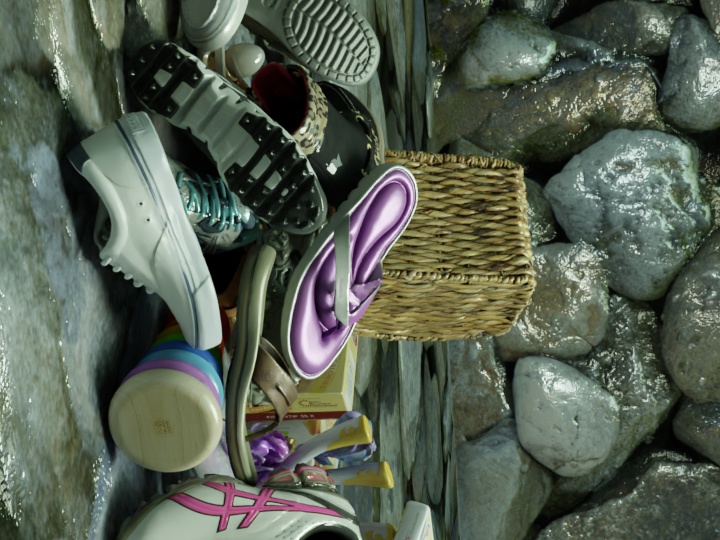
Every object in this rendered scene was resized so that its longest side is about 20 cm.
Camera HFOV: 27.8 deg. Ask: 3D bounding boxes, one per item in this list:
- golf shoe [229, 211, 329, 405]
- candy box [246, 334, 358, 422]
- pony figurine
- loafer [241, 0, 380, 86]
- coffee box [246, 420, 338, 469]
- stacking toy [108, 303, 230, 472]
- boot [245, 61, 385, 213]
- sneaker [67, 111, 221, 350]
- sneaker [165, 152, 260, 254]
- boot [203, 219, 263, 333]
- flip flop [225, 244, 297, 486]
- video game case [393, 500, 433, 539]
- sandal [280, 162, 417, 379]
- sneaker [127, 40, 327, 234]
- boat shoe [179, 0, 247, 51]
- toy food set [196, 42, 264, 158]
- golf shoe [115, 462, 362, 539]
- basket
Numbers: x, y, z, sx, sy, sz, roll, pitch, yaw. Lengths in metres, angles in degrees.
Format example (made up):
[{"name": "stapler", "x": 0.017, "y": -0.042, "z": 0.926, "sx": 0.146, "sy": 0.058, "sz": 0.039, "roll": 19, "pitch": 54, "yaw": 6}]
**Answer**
[{"name": "golf shoe", "x": -0.072, "y": 0.036, "z": 1.280, "sx": 0.097, "sy": 0.078, "sz": 0.200, "roll": 123, "pitch": -17, "yaw": -60}, {"name": "candy box", "x": -0.062, "y": 0.056, "z": 1.489, "sx": 0.055, "sy": 0.115, "sz": 0.200, "roll": 77, "pitch": 15, "yaw": -52}, {"name": "pony figurine", "x": -0.076, "y": 0.194, "z": 1.265, "sx": 0.167, "sy": 0.200, "sz": 0.193, "roll": 47, "pitch": 27, "yaw": -68}, {"name": "loafer", "x": -0.069, "y": -0.245, "z": 1.374, "sx": 0.075, "sy": 0.200, "sz": 0.070, "roll": -55, "pitch": -169, "yaw": -2}, {"name": "coffee box", "x": -0.069, "y": 0.168, "z": 1.526, "sx": 0.114, "sy": 0.080, "sz": 0.200, "roll": 78, "pitch": 14, "yaw": -47}, {"name": "stacking toy", "x": -0.142, "y": 0.075, "z": 1.160, "sx": 0.200, "sy": 0.085, "sz": 0.085, "roll": -85, "pitch": 170, "yaw": -65}, {"name": "boot", "x": -0.041, "y": -0.132, "z": 1.292, "sx": 0.151, "sy": 0.073, "sz": 0.200, "roll": 45, "pitch": 21, "yaw": -44}, {"name": "sneaker", "x": -0.159, "y": -0.021, "z": 1.070, "sx": 0.073, "sy": 0.071, "sz": 0.200, "roll": -127, "pitch": -163, "yaw": -59}, {"name": "sneaker", "x": -0.133, "y": -0.059, "z": 1.182, "sx": 0.200, "sy": 0.086, "sz": 0.078, "roll": 40, "pitch": 48, "yaw": -77}, {"name": "boot", "x": -0.111, "y": -0.037, "z": 1.392, "sx": 0.155, "sy": 0.077, "sz": 0.200, "roll": 55, "pitch": 41, "yaw": -65}, {"name": "flip flop", "x": -0.077, "y": 0.079, "z": 1.160, "sx": 0.081, "sy": 0.057, "sz": 0.200, "roll": -127, "pitch": -136, "yaw": -82}, {"name": "video game case", "x": 0.026, "y": 0.310, "z": 1.201, "sx": 0.200, "sy": 0.023, "sz": 0.182, "roll": 80, "pitch": 28, "yaw": -58}, {"name": "sandal", "x": -0.005, "y": -0.004, "z": 1.211, "sx": 0.082, "sy": 0.050, "sz": 0.203, "roll": 39, "pitch": 71, "yaw": -40}, {"name": "sneaker", "x": -0.096, "y": -0.108, "z": 1.173, "sx": 0.066, "sy": 0.200, "sz": 0.090, "roll": -48, "pitch": 173, "yaw": 10}, {"name": "boat shoe", "x": -0.138, "y": -0.295, "z": 1.278, "sx": 0.068, "sy": 0.072, "sz": 0.200, "roll": 25, "pitch": 68, "yaw": -55}, {"name": "toy food set", "x": -0.088, "y": -0.134, "z": 1.358, "sx": 0.200, "sy": 0.060, "sz": 0.144, "roll": 48, "pitch": 27, "yaw": -48}, {"name": "golf shoe", "x": -0.088, "y": 0.203, "z": 1.113, "sx": 0.092, "sy": 0.200, "sz": 0.073, "roll": 49, "pitch": -46, "yaw": 42}, {"name": "basket", "x": 0.061, "y": -0.022, "z": 1.441, "sx": 0.143, "sy": 0.200, "sz": 0.149, "roll": 110, "pitch": -20, "yaw": -58}]
